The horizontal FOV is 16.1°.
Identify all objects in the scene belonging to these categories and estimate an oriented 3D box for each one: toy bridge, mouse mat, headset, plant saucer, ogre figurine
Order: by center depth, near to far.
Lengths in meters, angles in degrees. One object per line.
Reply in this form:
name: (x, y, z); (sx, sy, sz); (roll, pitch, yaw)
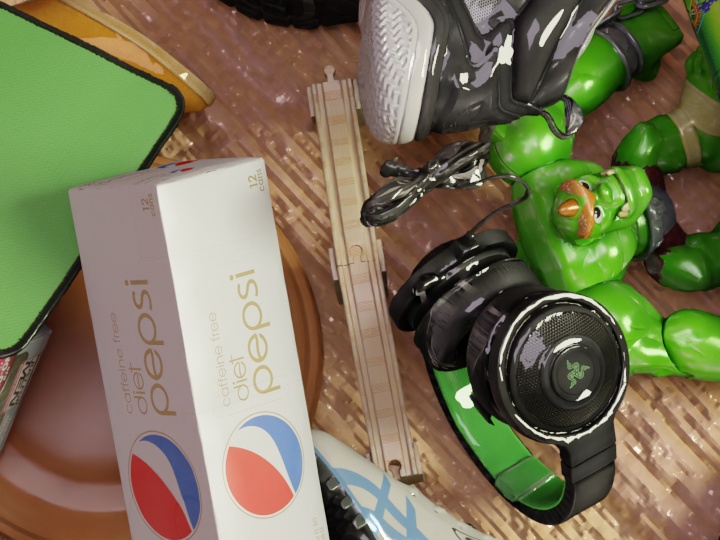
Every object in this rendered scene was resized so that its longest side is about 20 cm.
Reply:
headset: (0.052, 0.031, 1.120); (0.094, 0.201, 0.123); (-26, 39, -21)
mouse mat: (-0.198, -0.060, 1.150); (0.199, 0.008, 0.161); (27, 64, 12)
ogre figurine: (0.129, -0.024, 1.182); (0.119, 0.098, 0.201); (-17, 95, -19)
toy bridge: (0.000, 0.000, 1.192); (0.027, 0.067, 0.201); (-10, 79, 1)
plant saucer: (-0.117, 0.039, 1.205); (0.199, 0.037, 0.201); (0, 78, 2)

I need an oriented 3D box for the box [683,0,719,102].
box: (0.278, -0.078, 1.122); (0.199, 0.122, 0.194); (-26, 76, 33)

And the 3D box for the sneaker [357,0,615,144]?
sneaker: (0.059, -0.150, 1.158); (0.113, 0.076, 0.201); (4, 74, -6)

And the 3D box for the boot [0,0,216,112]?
boot: (-0.182, -0.068, 1.215); (0.200, 0.071, 0.145); (24, 80, 16)

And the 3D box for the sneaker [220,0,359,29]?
sneaker: (-0.002, -0.163, 1.231); (0.199, 0.076, 0.091); (14, 71, -2)

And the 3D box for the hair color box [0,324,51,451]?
hair color box: (-0.249, 0.022, 1.169); (0.199, 0.061, 0.099); (32, 114, 16)

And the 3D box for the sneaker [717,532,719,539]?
sneaker: (0.178, 0.170, 1.137); (0.070, 0.090, 0.201); (23, 81, 7)

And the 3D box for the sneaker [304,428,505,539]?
sneaker: (0.043, 0.139, 1.158); (0.200, 0.072, 0.073); (42, 61, -1)

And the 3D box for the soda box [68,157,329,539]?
soda box: (-0.068, 0.055, 1.118); (0.063, 0.068, 0.201); (-17, 101, -40)
